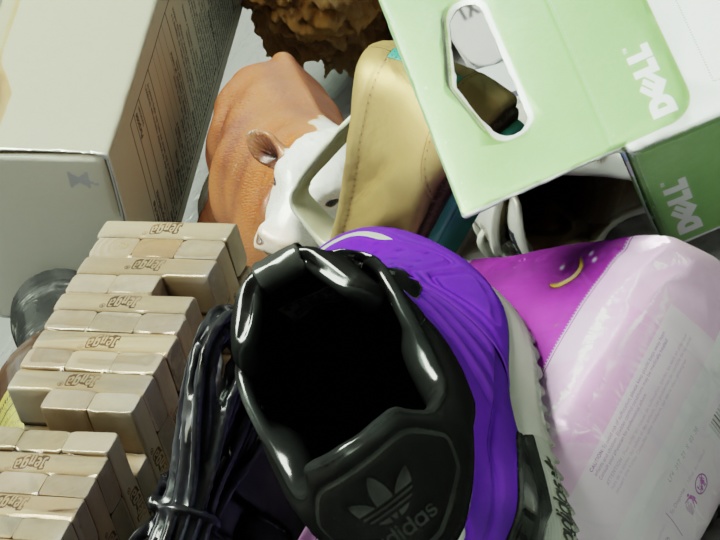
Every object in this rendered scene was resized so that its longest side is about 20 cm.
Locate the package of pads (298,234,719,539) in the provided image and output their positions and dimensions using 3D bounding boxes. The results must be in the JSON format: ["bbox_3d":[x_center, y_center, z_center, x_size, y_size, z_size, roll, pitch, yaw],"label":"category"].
[{"bbox_3d":[0.040,0.085,0.820,0.120,0.076,0.200,-9,43,51],"label":"package of pads"}]

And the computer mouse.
[{"bbox_3d":[-0.038,0.098,0.882,0.200,0.053,0.139,70,-143,-77],"label":"computer mouse"}]

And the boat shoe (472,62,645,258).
[{"bbox_3d":[0.064,-0.032,0.981,0.200,0.071,0.070,-19,61,60],"label":"boat shoe"}]

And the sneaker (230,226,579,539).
[{"bbox_3d":[0.002,0.022,0.761,0.069,0.100,0.200,-37,28,8],"label":"sneaker"}]

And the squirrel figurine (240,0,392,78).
[{"bbox_3d":[0.014,-0.183,1.226,0.200,0.142,0.187,-40,17,8],"label":"squirrel figurine"}]

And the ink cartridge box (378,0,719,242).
[{"bbox_3d":[0.117,-0.077,0.849,0.199,0.059,0.104,-23,53,5],"label":"ink cartridge box"}]

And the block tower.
[{"bbox_3d":[-0.090,0.065,0.887,0.058,0.054,0.200,1,39,24],"label":"block tower"}]

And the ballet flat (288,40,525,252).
[{"bbox_3d":[0.000,0.000,0.936,0.069,0.063,0.200,-42,-19,-48],"label":"ballet flat"}]

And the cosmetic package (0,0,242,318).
[{"bbox_3d":[-0.109,-0.084,1.150,0.071,0.105,0.200,2,46,12],"label":"cosmetic package"}]

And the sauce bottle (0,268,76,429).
[{"bbox_3d":[-0.105,0.063,1.013,0.065,0.065,0.200,-41,26,12],"label":"sauce bottle"}]

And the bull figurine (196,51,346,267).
[{"bbox_3d":[-0.030,-0.018,1.062,0.200,0.065,0.122,-105,31,-68],"label":"bull figurine"}]

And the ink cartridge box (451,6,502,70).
[{"bbox_3d":[0.114,-0.168,1.013,0.146,0.084,0.200,-27,8,35],"label":"ink cartridge box"}]
